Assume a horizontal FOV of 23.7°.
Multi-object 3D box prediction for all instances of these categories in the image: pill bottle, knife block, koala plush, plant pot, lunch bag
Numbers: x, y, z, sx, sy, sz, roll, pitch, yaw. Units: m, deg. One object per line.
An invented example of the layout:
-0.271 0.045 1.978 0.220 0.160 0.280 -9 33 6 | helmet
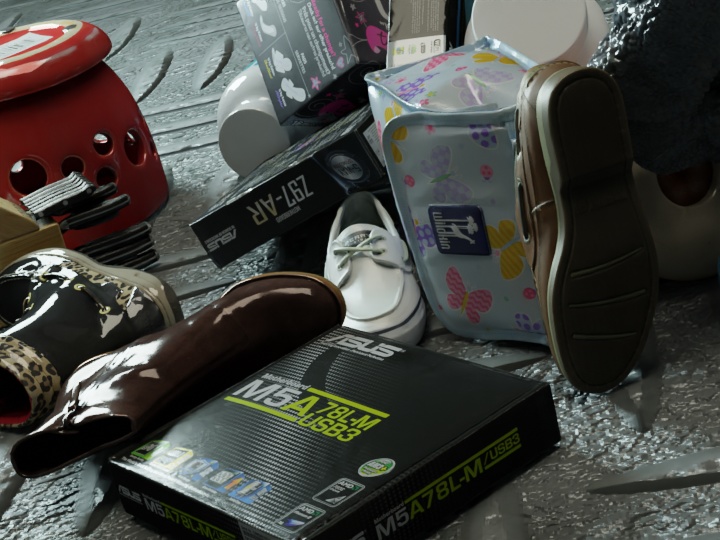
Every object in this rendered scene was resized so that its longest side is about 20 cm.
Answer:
0.142 -0.161 1.341 0.112 0.113 0.200 -12 -17 8 | pill bottle
-0.275 0.006 1.435 0.200 0.175 0.064 -63 26 3 | knife block
-0.065 -0.152 1.595 0.111 0.111 0.200 -6 23 22 | pill bottle
0.222 -0.181 1.081 0.184 0.177 0.200 -46 30 46 | koala plush
-0.296 -0.125 1.592 0.200 0.183 0.200 -12 23 5 | plant pot
0.084 -0.054 1.168 0.127 0.170 0.200 -19 22 -9 | lunch bag

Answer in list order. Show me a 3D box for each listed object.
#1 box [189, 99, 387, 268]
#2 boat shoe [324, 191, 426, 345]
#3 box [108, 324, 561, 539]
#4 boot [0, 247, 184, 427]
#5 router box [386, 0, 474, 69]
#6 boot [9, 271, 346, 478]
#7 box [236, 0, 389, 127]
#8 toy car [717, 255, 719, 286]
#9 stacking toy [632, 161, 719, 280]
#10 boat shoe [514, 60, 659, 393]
-0.036 -0.083 1.394 0.160 0.044 0.200 -29 9 20 | box
0.000 0.000 1.232 0.073 0.067 0.200 -16 21 -1 | boat shoe
-0.018 0.105 1.012 0.193 0.048 0.200 -31 26 -30 | box
-0.246 0.050 1.275 0.200 0.073 0.151 10 32 38 | boot
0.062 -0.169 1.373 0.051 0.149 0.200 -5 61 14 | router box
-0.113 0.073 1.110 0.200 0.072 0.166 -20 12 19 | boot
0.014 -0.206 1.520 0.200 0.132 0.115 -4 -23 -44 | box
0.303 -0.055 0.981 0.184 0.200 0.177 -15 21 -1 | toy car
0.192 -0.065 1.225 0.146 0.146 0.200 -22 6 -17 | stacking toy
0.133 -0.028 1.041 0.072 0.200 0.068 -8 13 -20 | boat shoe
